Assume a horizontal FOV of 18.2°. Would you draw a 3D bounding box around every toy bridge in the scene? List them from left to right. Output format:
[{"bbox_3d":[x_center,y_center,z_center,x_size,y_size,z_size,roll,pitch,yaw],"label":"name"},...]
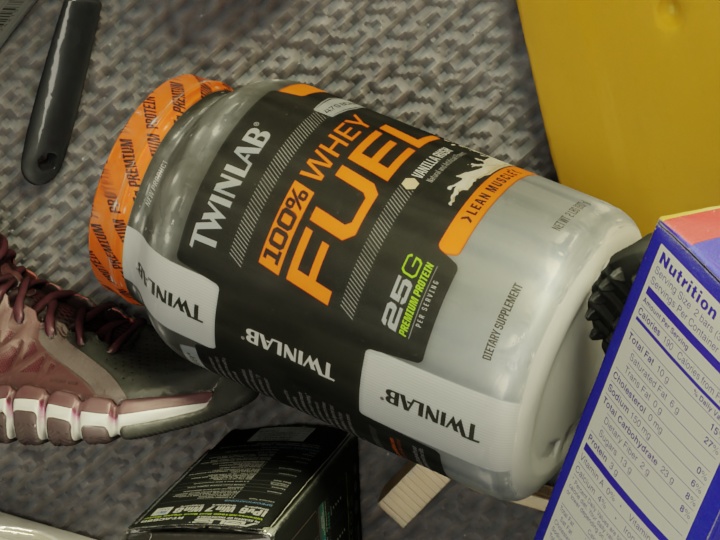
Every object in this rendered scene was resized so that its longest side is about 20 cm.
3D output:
[{"bbox_3d":[0.101,0.142,0.955,0.200,0.027,0.067,43,104,0],"label":"toy bridge"}]

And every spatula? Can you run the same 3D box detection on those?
[{"bbox_3d":[-0.109,-0.127,0.943,0.021,0.056,0.201,43,120,45],"label":"spatula"}]

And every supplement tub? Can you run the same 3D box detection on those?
[{"bbox_3d":[0.000,0.000,0.887,0.199,0.122,0.123,22,105,20],"label":"supplement tub"}]

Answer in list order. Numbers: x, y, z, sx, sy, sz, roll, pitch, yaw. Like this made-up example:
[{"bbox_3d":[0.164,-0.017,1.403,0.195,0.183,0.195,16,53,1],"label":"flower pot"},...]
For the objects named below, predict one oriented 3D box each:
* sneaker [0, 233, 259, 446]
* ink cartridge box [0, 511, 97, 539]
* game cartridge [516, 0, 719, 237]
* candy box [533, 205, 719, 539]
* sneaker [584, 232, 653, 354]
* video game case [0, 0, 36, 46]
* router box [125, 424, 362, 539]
[{"bbox_3d":[-0.143,0.012,0.956,0.199,0.076,0.116,-2,97,12],"label":"sneaker"},{"bbox_3d":[-0.171,0.216,0.994,0.145,0.084,0.201,14,104,9],"label":"ink cartridge box"},{"bbox_3d":[0.127,-0.100,0.849,0.176,0.032,0.201,-1,105,54],"label":"game cartridge"},{"bbox_3d":[0.149,0.069,0.758,0.077,0.169,0.201,48,134,37],"label":"candy box"},{"bbox_3d":[0.139,0.028,0.839,0.090,0.200,0.067,-35,60,-8],"label":"sneaker"},{"bbox_3d":[-0.212,-0.068,0.897,0.023,0.182,0.200,43,106,9],"label":"video game case"},{"bbox_3d":[-0.042,0.179,0.927,0.062,0.150,0.201,0,100,12],"label":"router box"}]
